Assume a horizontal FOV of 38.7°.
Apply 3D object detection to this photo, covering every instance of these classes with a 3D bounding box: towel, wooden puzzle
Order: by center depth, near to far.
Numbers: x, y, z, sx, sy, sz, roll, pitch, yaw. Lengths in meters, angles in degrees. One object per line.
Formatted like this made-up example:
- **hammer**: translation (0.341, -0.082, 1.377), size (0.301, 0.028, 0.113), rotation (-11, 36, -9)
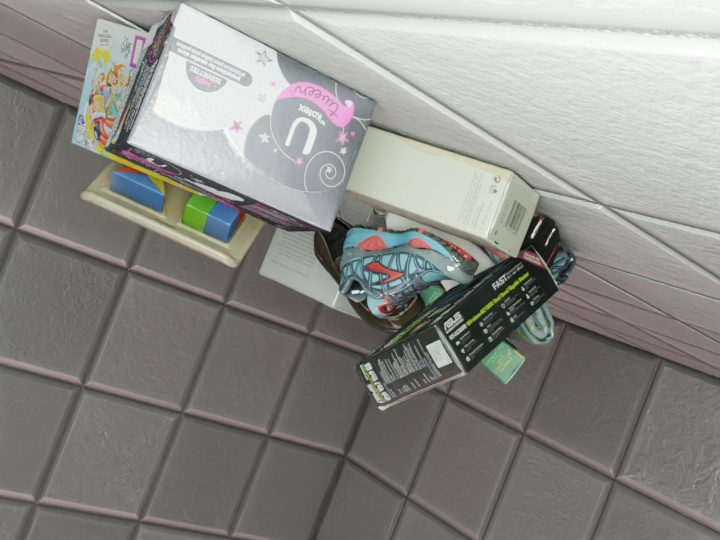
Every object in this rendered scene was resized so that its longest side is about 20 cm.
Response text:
- **wooden puzzle**: translation (-0.184, -0.102, 1.138), size (0.183, 0.047, 0.201), rotation (24, -143, 2)
- **towel**: translation (0.169, -0.001, 1.349), size (0.202, 0.048, 0.171), rotation (65, 167, -12)

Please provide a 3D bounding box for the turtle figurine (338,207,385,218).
- **turtle figurine**: translation (0.010, -0.095, 1.317), size (0.148, 0.102, 0.200), rotation (14, 163, 24)

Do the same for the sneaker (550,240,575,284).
- **sneaker**: translation (0.256, 0.010, 1.423), size (0.094, 0.080, 0.200), rotation (-22, 166, 4)

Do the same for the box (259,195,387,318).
- **box**: translation (-0.029, -0.053, 1.472), size (0.151, 0.203, 0.106), rotation (22, 180, 35)

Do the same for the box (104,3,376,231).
- **box**: translation (-0.107, -0.131, 0.922), size (0.198, 0.134, 0.114), rotation (23, 173, -25)

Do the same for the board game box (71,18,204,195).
- **board game box**: translation (-0.208, -0.169, 1.049), size (0.198, 0.137, 0.034), rotation (22, -169, 33)

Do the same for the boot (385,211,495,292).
- **boot**: translation (0.109, -0.043, 1.247), size (0.072, 0.091, 0.200), rotation (-27, 124, 31)

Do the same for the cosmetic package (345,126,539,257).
- **cosmetic package**: translation (0.073, -0.085, 1.062), size (0.198, 0.074, 0.103), rotation (23, 180, 27)

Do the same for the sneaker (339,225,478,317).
- **sneaker**: translation (0.049, 0.010, 1.131), size (0.079, 0.097, 0.199), rotation (26, 169, -36)

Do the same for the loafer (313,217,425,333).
- **loafer**: translation (0.000, 0.000, 1.250), size (0.200, 0.073, 0.072), rotation (41, 165, 34)

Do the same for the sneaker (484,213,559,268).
- **sneaker**: translation (0.160, -0.058, 1.203), size (0.199, 0.074, 0.087), rotation (32, -177, -40)

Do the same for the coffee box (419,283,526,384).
- **coffee box**: translation (0.127, 0.065, 1.323), size (0.199, 0.044, 0.123), rotation (41, -177, 12)

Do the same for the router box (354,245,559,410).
- **router box**: translation (0.107, 0.062, 1.128), size (0.063, 0.199, 0.149), rotation (56, 139, -1)
